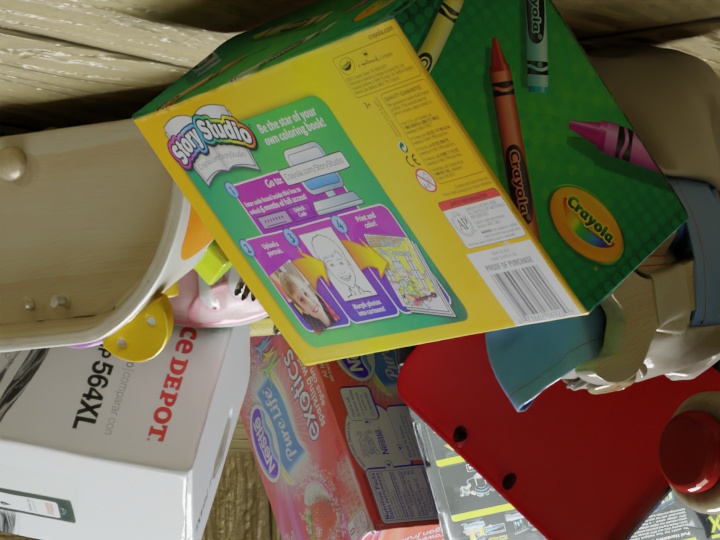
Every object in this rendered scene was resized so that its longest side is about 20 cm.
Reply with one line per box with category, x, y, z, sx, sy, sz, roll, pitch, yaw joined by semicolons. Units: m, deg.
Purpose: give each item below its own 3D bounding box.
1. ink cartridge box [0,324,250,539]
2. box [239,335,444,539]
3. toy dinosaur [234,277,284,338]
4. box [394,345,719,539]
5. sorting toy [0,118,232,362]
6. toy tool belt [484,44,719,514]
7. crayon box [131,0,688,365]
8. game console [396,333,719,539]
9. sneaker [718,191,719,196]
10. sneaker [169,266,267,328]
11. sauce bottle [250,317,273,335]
ink cartridge box;-0.166;0.057;1.403;0.199;0.147;0.085;10;137;5
box;-0.002;0.082;1.548;0.102;0.201;0.095;-2;146;-32
toy dinosaur;0.001;-0.030;1.215;0.199;0.101;0.058;-27;119;39
box;0.129;0.079;1.400;0.199;0.161;0.044;-13;-147;6
sorting toy;-0.105;-0.029;1.245;0.199;0.108;0.180;-6;-169;31
toy tool belt;0.084;0.001;1.035;0.122;0.201;0.125;5;148;-39
crayon box;0.011;-0.037;0.958;0.058;0.119;0.200;-41;-166;-27
game console;0.142;0.047;1.274;0.171;0.119;0.200;5;-159;-30
sneaker;0.228;-0.037;1.237;0.199;0.074;0.077;-3;177;11
sneaker;-0.030;-0.019;1.332;0.199;0.076;0.105;-6;171;7
sauce bottle;0.000;0.000;1.461;0.199;0.066;0.066;-3;173;19
